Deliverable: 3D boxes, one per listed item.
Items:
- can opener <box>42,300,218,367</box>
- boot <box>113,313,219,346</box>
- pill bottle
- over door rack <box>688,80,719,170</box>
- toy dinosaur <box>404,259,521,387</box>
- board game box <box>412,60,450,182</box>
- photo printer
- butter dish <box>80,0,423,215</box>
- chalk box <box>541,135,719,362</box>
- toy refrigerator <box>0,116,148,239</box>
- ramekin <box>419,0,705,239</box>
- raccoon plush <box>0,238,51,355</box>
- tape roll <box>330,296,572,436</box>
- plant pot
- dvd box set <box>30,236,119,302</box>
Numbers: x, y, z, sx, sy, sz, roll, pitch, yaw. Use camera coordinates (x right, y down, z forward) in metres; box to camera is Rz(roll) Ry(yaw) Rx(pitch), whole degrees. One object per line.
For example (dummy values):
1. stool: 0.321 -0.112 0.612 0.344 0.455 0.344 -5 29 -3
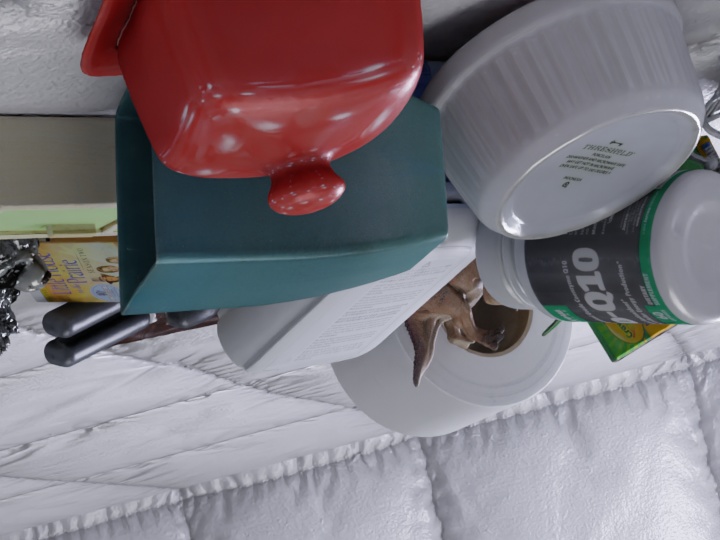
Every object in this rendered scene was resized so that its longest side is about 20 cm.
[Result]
1. can opener: -0.188 0.033 1.666 0.066 0.054 0.200 12 -156 29
2. boot: -0.167 0.028 1.814 0.198 0.065 0.186 -8 175 -22
3. pill bottle: 0.188 -0.017 1.460 0.112 0.114 0.199 -3 -178 -40
4. over door rack: 0.327 -0.146 1.352 0.199 0.067 0.148 -35 171 -8
5. toy dinosaur: 0.079 -0.004 1.693 0.201 0.135 0.086 -53 -166 10
6. board game box: 0.035 -0.101 1.460 0.198 0.044 0.199 -4 165 -43
7. photo printer: 0.000 0.000 1.532 0.166 0.070 0.200 -8 153 -47
8. butter dish: -0.044 -0.104 1.090 0.198 0.149 0.200 -8 168 -19
9. chalk box: 0.234 -0.010 1.633 0.199 0.124 0.124 -32 179 16
10. toy refrigerator: -0.186 -0.061 1.338 0.199 0.071 0.076 -4 165 -42
11. ramekin: 0.144 -0.102 1.327 0.201 0.095 0.203 -21 157 -9
12. raccoon plush: -0.328 -0.007 1.433 0.198 0.097 0.135 6 132 -6
13. tape roll: 0.082 0.046 1.831 0.201 0.204 0.139 -7 168 -28
14. plant pot: -0.051 -0.054 1.260 0.198 0.143 0.141 1 165 -17
15. dvd box set: -0.177 -0.010 1.545 0.198 0.030 0.146 0 160 2
